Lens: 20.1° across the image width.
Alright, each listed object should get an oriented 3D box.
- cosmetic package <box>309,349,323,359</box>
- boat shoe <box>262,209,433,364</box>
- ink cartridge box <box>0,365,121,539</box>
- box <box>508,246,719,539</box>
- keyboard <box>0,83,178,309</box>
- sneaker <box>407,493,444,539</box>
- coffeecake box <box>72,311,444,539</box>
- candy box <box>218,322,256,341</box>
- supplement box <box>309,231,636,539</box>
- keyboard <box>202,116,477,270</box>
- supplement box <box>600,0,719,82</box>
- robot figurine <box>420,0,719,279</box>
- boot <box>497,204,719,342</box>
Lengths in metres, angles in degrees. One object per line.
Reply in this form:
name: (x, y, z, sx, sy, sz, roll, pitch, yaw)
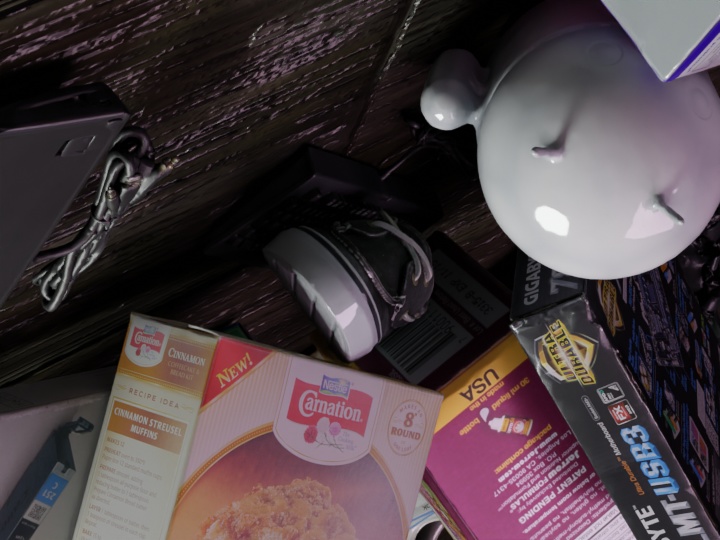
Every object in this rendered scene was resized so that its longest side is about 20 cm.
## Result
cosmetic package: (-0.036, 0.110, 1.290, 0.199, 0.071, 0.105, -35, 165, -4)
boat shoe: (0.000, 0.000, 1.017, 0.071, 0.072, 0.200, -37, 177, -1)
ink cartridge box: (-0.143, 0.141, 0.970, 0.199, 0.178, 0.045, -10, -164, -42)
box: (0.147, 0.040, 1.098, 0.049, 0.199, 0.201, -23, -152, 20)
keyboard: (-0.146, -0.006, 0.797, 0.127, 0.021, 0.200, -14, 155, -45)
sneaker: (-0.004, 0.181, 1.271, 0.200, 0.087, 0.075, -39, 166, 16)
coffeecake box: (-0.057, 0.136, 0.969, 0.153, 0.073, 0.202, 17, 86, -43)
candy box: (-0.146, 0.131, 1.111, 0.199, 0.077, 0.169, -27, 160, -35)
supplement box: (0.079, 0.098, 1.145, 0.103, 0.131, 0.200, -38, 122, -6)
keyboard: (0.004, -0.037, 1.049, 0.127, 0.021, 0.200, -40, 165, 13)
supplement box: (0.186, -0.167, 0.902, 0.199, 0.101, 0.103, -19, 157, -45)
robot figurine: (0.111, -0.064, 0.940, 0.200, 0.168, 0.114, -75, 178, -72)
boot: (0.155, -0.002, 1.311, 0.074, 0.197, 0.163, -58, 150, -36)
